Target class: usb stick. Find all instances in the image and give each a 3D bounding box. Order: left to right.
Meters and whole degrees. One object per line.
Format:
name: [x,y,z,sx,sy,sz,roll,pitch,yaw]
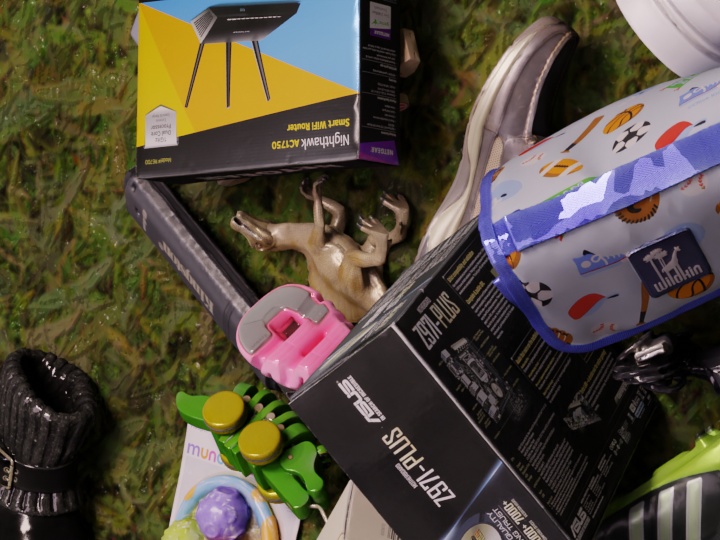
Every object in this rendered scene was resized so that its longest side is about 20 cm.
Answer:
usb stick: [-0.107,0.004,1.327,0.033,0.056,0.200,-32,63,-15]

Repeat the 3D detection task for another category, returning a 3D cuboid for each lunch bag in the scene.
lunch bag: [0.161,-0.038,1.015,0.169,0.200,0.124,-24,83,14]

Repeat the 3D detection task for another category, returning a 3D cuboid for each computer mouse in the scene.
computer mouse: [0.244,0.053,1.026,0.199,0.138,0.053,12,93,16]

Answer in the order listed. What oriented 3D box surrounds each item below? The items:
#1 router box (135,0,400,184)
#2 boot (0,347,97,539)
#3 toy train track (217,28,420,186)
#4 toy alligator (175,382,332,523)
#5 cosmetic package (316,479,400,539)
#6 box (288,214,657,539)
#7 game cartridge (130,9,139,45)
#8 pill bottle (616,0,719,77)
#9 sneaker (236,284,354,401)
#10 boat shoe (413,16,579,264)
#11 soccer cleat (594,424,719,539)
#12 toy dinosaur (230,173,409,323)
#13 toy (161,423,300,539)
router box: [-0.063,-0.139,1.245,0.199,0.051,0.150,-3,86,39]
boot: [-0.224,0.173,1.389,0.211,0.079,0.158,40,111,30]
toy train track: [-0.026,-0.107,1.280,0.200,0.032,0.115,-29,64,39]
toy alligator: [-0.048,0.126,1.264,0.054,0.059,0.200,-41,52,-19]
cosmetic package: [-0.005,0.239,1.168,0.103,0.073,0.201,23,117,-6]
box: [0.071,0.076,1.076,0.086,0.200,0.164,-37,95,29]
game cartridge: [-0.077,-0.206,1.318,0.200,0.041,0.133,-48,67,25]
pill bottle: [0.240,-0.198,1.042,0.200,0.108,0.109,-41,67,28]
sneaker: [0.005,0.091,1.202,0.079,0.096,0.200,-39,53,-14]
boat shoe: [0.101,-0.060,1.173,0.073,0.074,0.201,27,112,17]
soccer cleat: [0.187,0.154,1.105,0.200,0.067,0.081,-41,78,27]
toy dinosaur: [0.000,0.000,1.259,0.200,0.058,0.101,42,128,26]
toy: [-0.107,0.210,1.324,0.115,0.047,0.201,13,98,33]
